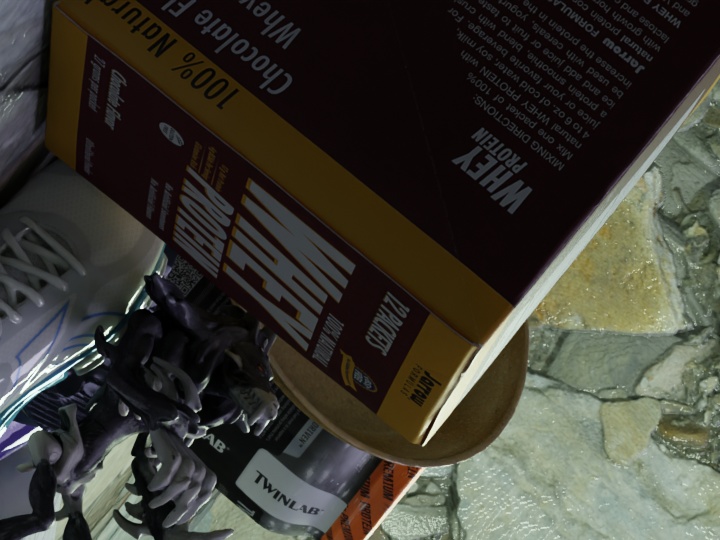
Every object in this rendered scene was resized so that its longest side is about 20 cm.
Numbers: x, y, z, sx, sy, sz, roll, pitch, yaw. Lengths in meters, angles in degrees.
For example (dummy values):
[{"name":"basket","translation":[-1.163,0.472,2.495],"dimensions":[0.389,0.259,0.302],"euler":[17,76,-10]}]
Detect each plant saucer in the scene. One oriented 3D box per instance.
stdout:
[{"name":"plant saucer","translation":[0.000,0.007,1.210],"dimensions":[0.035,0.201,0.200],"euler":[-30,-170,42]}]

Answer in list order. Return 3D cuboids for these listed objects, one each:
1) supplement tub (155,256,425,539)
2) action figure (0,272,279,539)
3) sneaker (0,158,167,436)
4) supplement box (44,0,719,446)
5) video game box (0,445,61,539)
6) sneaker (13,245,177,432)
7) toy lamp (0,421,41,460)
[{"name":"supplement tub","translation":[-0.053,0.052,1.273],"dimensions":[0.123,0.200,0.123],"euler":[-50,175,-6]},{"name":"action figure","translation":[-0.089,0.083,0.981],"dimensions":[0.200,0.102,0.119],"euler":[-42,148,-11]},{"name":"sneaker","translation":[-0.147,0.021,0.972],"dimensions":[0.200,0.075,0.087],"euler":[-50,169,-12]},{"name":"supplement box","translation":[0.017,-0.082,0.942],"dimensions":[0.200,0.197,0.133],"euler":[-50,174,-20]},{"name":"video game box","translation":[-0.187,0.195,1.139],"dimensions":[0.201,0.046,0.183],"euler":[-74,175,-52]},{"name":"sneaker","translation":[-0.112,-0.026,1.078],"dimensions":[0.082,0.070,0.201],"euler":[8,-118,52]},{"name":"toy lamp","translation":[-0.136,0.020,1.154],"dimensions":[0.200,0.058,0.058],"euler":[-51,176,-36]}]
